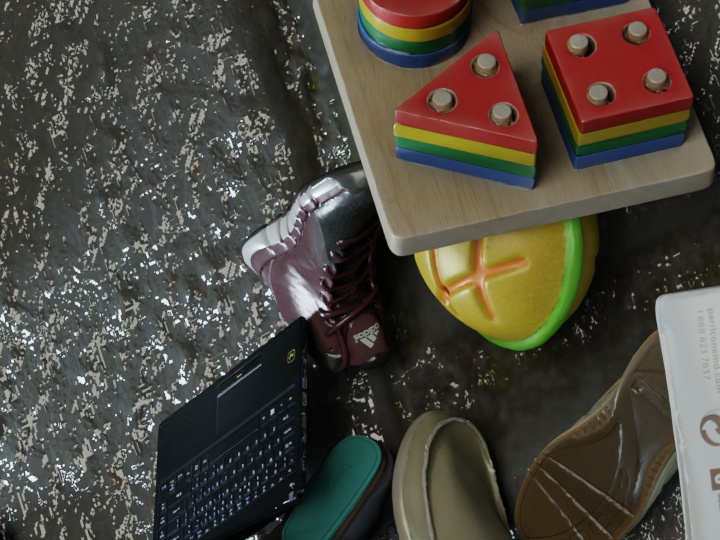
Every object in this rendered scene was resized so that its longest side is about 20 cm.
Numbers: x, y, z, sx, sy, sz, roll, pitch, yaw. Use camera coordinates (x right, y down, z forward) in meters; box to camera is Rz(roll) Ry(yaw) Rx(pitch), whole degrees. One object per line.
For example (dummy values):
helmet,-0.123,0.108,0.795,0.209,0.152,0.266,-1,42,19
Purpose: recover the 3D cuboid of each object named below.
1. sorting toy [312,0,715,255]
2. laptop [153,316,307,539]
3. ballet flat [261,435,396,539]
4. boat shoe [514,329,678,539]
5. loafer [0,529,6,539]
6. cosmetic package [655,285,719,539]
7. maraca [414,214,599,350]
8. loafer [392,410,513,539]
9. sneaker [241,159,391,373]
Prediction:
sorting toy,0.089,-0.127,1.531,0.197,0.070,0.201,-12,57,-8
laptop,-0.121,0.137,1.614,0.177,0.103,0.201,-36,43,44
ballet flat,-0.041,0.193,1.619,0.073,0.073,0.200,33,70,26
boat shoe,0.165,0.102,1.556,0.072,0.065,0.201,44,123,16
loafer,-0.240,0.253,1.748,0.070,0.075,0.201,-41,68,23
cosmetic package,0.279,0.090,1.417,0.165,0.200,0.169,-10,80,26
maraca,0.077,-0.041,1.594,0.200,0.106,0.138,57,133,35
loafer,0.069,0.178,1.574,0.068,0.075,0.202,-26,61,41
sneaker,0.000,0.000,1.619,0.116,0.075,0.200,64,155,6
